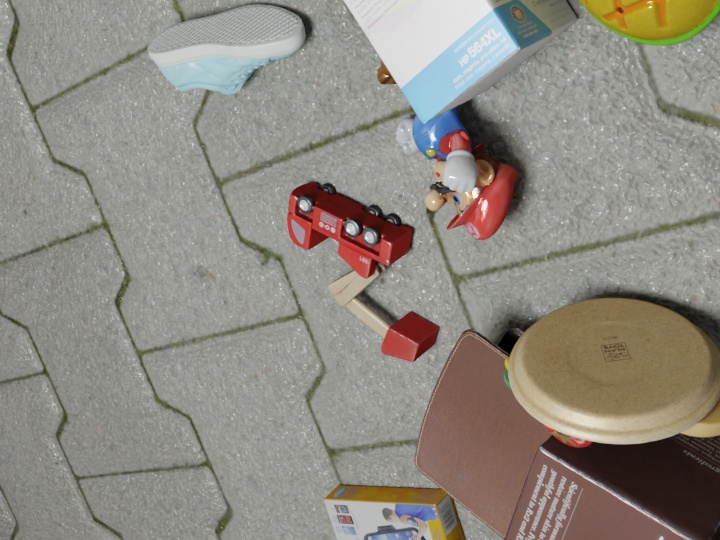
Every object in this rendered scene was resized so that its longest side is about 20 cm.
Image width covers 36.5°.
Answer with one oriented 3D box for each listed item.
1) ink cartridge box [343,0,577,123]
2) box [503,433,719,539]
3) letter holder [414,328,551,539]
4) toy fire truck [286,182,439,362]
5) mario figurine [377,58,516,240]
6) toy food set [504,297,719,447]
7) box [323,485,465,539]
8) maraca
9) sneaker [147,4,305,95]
[{"bbox_3d":[0.073,-0.262,0.982,0.125,0.128,0.201,-33,90,42],"label":"ink cartridge box"},{"bbox_3d":[0.256,0.219,1.026,0.163,0.199,0.167,29,125,23],"label":"box"},{"bbox_3d":[0.153,0.151,1.140,0.141,0.100,0.202,33,127,23],"label":"letter holder"},{"bbox_3d":[0.000,0.000,1.216,0.199,0.049,0.142,26,125,25],"label":"toy fire truck"},{"bbox_3d":[0.070,-0.116,1.063,0.105,0.123,0.201,-30,89,32],"label":"mario figurine"},{"bbox_3d":[0.231,0.091,0.986,0.198,0.198,0.049,-122,19,-54],"label":"toy food set"},{"bbox_3d":[0.037,0.329,1.352,0.198,0.041,0.120,-8,106,37],"label":"box"},{"bbox_3d":[0.213,-0.271,0.886,0.200,0.107,0.138,44,131,12],"label":"maraca"},{"bbox_3d":[-0.137,-0.238,1.208,0.198,0.074,0.082,2,142,31],"label":"sneaker"}]
